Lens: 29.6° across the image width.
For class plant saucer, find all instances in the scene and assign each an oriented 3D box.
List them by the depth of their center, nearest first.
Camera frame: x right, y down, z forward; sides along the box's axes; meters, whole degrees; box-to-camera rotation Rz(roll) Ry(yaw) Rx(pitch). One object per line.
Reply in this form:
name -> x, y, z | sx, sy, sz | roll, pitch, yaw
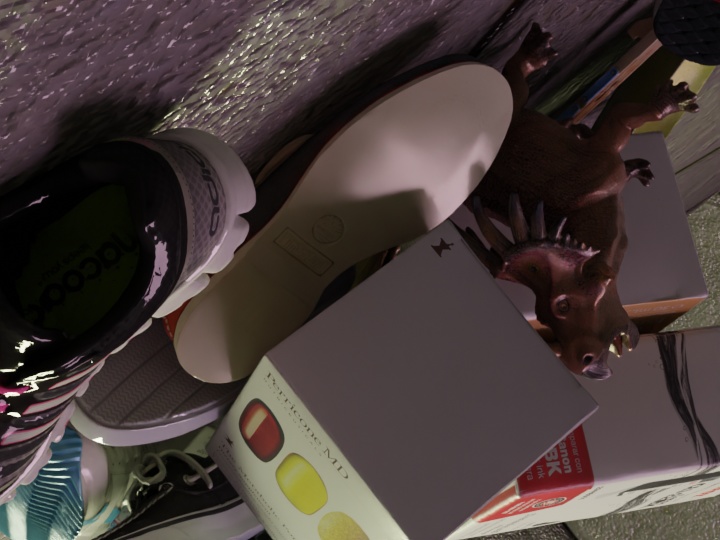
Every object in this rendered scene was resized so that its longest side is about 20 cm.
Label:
plant saucer -> 0.205, -0.120, 0.960 | 0.200, 0.031, 0.200 | -50, 167, -15

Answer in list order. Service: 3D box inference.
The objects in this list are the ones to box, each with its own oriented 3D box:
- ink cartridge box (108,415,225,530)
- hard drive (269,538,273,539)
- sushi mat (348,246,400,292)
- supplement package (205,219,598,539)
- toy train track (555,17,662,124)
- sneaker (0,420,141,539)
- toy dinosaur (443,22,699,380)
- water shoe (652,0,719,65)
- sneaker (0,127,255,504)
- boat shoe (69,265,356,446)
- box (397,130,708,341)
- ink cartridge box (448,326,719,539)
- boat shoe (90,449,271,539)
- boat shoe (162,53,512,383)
ink cartridge box -> -0.126, 0.162, 0.906 | 0.116, 0.067, 0.200 | 23, 114, -41
hard drive -> -0.072, 0.214, 0.857 | 0.135, 0.042, 0.200 | -32, 166, -15
sushi mat -> 0.000, 0.000, 0.814 | 0.200, 0.012, 0.096 | 125, -17, -65
supplement package -> 0.009, 0.078, 0.669 | 0.109, 0.114, 0.200 | -36, 172, -22
toy train track -> 0.118, -0.098, 0.874 | 0.200, 0.033, 0.115 | -43, 167, 28
sneaker -> -0.167, 0.110, 0.767 | 0.081, 0.076, 0.200 | -51, 177, -25
toy dinosaur -> 0.079, -0.047, 0.686 | 0.135, 0.200, 0.086 | -35, 135, -18
water shoe -> 0.204, -0.186, 0.724 | 0.079, 0.071, 0.200 | -63, 176, -17
sneaker -> -0.125, 0.023, 0.477 | 0.200, 0.074, 0.087 | -43, 170, 6
boat shoe -> -0.077, 0.044, 0.732 | 0.200, 0.072, 0.062 | -31, 162, -42
box -> 0.097, 0.007, 0.852 | 0.152, 0.107, 0.200 | -8, 162, -14
ink cartridge box -> 0.153, 0.098, 0.826 | 0.199, 0.084, 0.144 | -7, 161, -17
boat shoe -> -0.100, 0.132, 0.758 | 0.199, 0.068, 0.074 | -18, 155, -50
boat shoe -> -0.016, -0.031, 0.639 | 0.200, 0.071, 0.063 | -43, -150, 10
